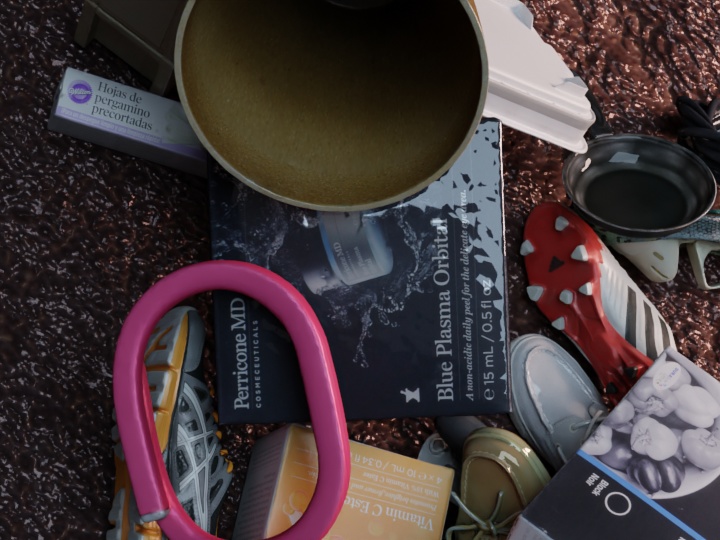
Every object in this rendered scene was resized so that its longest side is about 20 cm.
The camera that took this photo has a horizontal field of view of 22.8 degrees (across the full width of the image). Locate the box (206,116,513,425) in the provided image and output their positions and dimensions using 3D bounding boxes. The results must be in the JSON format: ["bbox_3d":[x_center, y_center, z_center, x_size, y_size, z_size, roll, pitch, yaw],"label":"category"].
[{"bbox_3d":[0.000,0.000,1.219,0.199,0.117,0.198,-3,92,1],"label":"box"}]

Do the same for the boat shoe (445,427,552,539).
[{"bbox_3d":[0.104,0.207,1.243,0.063,0.073,0.201,-34,115,-49],"label":"boat shoe"}]

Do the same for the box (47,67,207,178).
[{"bbox_3d":[-0.124,-0.095,1.290,0.199,0.041,0.039,17,73,-14],"label":"box"}]

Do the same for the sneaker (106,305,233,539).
[{"bbox_3d":[-0.125,0.125,1.227,0.077,0.078,0.201,11,78,-29],"label":"sneaker"}]

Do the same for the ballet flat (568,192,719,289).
[{"bbox_3d":[0.255,-0.020,1.388,0.199,0.074,0.075,4,76,-16],"label":"ballet flat"}]

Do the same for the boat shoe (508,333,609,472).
[{"bbox_3d":[0.171,0.135,1.321,0.072,0.068,0.201,-22,86,-22],"label":"boat shoe"}]

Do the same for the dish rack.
[{"bbox_3d":[0.080,-0.170,1.298,0.199,0.044,0.172,17,30,-38],"label":"dish rack"}]

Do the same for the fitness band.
[{"bbox_3d":[-0.083,0.093,1.146,0.143,0.037,0.201,-13,90,8],"label":"fitness band"}]

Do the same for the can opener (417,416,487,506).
[{"bbox_3d":[0.126,0.175,1.281,0.200,0.067,0.053,36,72,7],"label":"can opener"}]

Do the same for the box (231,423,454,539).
[{"bbox_3d":[-0.026,0.221,1.219,0.124,0.097,0.201,16,73,-14],"label":"box"}]

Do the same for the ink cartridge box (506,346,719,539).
[{"bbox_3d":[0.232,0.173,1.202,0.200,0.043,0.198,37,53,15],"label":"ink cartridge box"}]

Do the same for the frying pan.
[{"bbox_3d":[0.182,-0.081,1.350,0.115,0.031,0.190,-28,49,-30],"label":"frying pan"}]

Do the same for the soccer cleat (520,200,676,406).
[{"bbox_3d":[0.190,0.036,1.358,0.085,0.069,0.201,-6,59,-55],"label":"soccer cleat"}]

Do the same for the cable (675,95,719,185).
[{"bbox_3d":[0.333,-0.081,1.399,0.200,0.051,0.163,39,37,15],"label":"cable"}]

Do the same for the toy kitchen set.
[{"bbox_3d":[-0.069,-0.215,1.255,0.163,0.180,0.200,36,69,-3],"label":"toy kitchen set"}]

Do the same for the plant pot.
[{"bbox_3d":[-0.010,-0.167,1.128,0.186,0.187,0.200,26,30,-11],"label":"plant pot"}]
